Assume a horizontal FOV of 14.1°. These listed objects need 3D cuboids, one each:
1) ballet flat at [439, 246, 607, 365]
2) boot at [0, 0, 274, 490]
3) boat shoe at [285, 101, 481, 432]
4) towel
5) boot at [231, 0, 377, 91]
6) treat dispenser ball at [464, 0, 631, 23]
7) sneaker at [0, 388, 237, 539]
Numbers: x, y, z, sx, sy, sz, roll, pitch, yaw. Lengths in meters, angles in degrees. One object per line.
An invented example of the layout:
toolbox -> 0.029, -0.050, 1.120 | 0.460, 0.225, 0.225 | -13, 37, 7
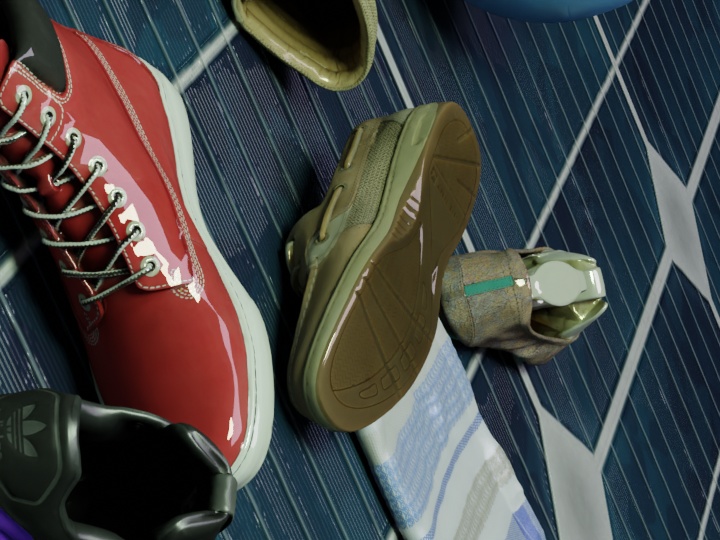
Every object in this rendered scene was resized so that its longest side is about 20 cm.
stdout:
ballet flat -> 0.100, 0.017, 1.630 | 0.200, 0.067, 0.068 | -5, 78, -71
boot -> -0.105, -0.013, 1.096 | 0.144, 0.072, 0.200 | 34, 33, -60
boat shoe -> 0.000, 0.000, 1.380 | 0.071, 0.064, 0.200 | 66, 34, -35
towel -> 0.042, 0.098, 1.464 | 0.200, 0.024, 0.147 | 65, 21, -18
boot -> -0.043, -0.201, 1.441 | 0.156, 0.073, 0.200 | -83, 151, -49
treat dispenser ball -> 0.111, -0.246, 1.703 | 0.201, 0.200, 0.201 | 54, 26, -41
sneaker -> -0.080, 0.095, 1.008 | 0.200, 0.099, 0.070 | 42, 37, -54
